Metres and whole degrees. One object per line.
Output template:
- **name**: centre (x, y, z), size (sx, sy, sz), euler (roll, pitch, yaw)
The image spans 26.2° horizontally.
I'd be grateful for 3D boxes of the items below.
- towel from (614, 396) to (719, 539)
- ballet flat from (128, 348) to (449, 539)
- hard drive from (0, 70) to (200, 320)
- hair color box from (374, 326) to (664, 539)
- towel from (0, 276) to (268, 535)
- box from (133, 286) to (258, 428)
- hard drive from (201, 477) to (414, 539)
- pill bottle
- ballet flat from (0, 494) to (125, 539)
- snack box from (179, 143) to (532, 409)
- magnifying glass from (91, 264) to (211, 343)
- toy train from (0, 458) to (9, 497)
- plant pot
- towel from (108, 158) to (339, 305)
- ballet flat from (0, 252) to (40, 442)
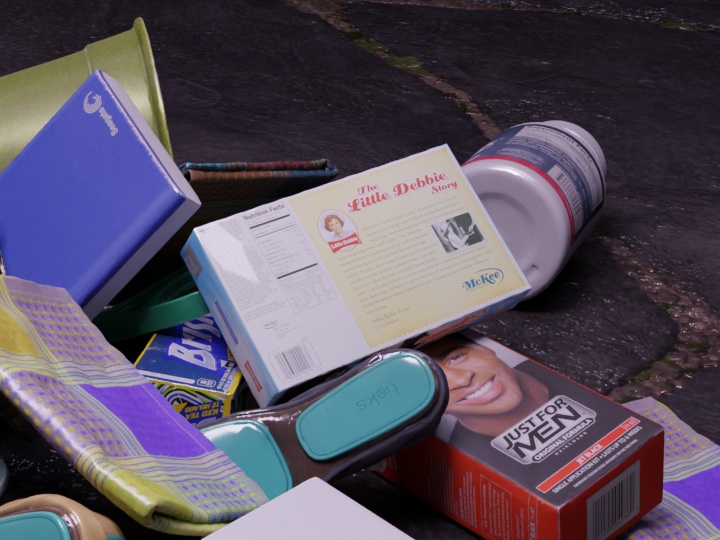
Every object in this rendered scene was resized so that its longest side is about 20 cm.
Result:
- **towel**: centre (0.199, 0.140, 0.986), size (0.143, 0.023, 0.200), euler (-6, 26, -29)
- **ballet flat**: centre (-0.039, 0.108, 0.910), size (0.200, 0.073, 0.073), euler (-25, 26, 1)
- **hard drive**: centre (-0.203, -0.015, 0.987), size (0.025, 0.200, 0.132), euler (31, 18, -52)
- **hair color box**: centre (0.079, 0.102, 0.960), size (0.101, 0.061, 0.200), euler (-30, 39, -34)
- **towel**: centre (-0.141, 0.067, 0.826), size (0.200, 0.023, 0.144), euler (42, 8, 25)
- **box**: centre (-0.097, 0.059, 1.031), size (0.070, 0.064, 0.200), euler (10, 23, 5)
- **hard drive**: centre (0.025, 0.179, 0.767), size (0.200, 0.025, 0.132), euler (30, 20, 19)
- **pill bottle**: centre (0.141, -0.059, 1.307), size (0.119, 0.120, 0.200), euler (15, 24, 17)
- **ballet flat**: centre (-0.206, 0.151, 0.766), size (0.200, 0.069, 0.063), euler (-8, -11, 21)
- **snack box**: centre (0.000, 0.000, 0.981), size (0.200, 0.037, 0.116), euler (-20, 73, -30)
- **magnifying glass**: centre (-0.152, 0.033, 1.009), size (0.200, 0.022, 0.080), euler (-22, 17, 5)
- **toy train**: centre (-0.270, 0.090, 0.878), size (0.114, 0.085, 0.200), euler (-27, 34, -4)
- **plant pot**: centre (-0.244, -0.080, 1.194), size (0.190, 0.200, 0.200), euler (-11, 27, -10)
- **towel**: centre (-0.127, -0.025, 1.080), size (0.147, 0.200, 0.022), euler (-7, 68, -49)
- **ballet flat**: centre (-0.221, 0.015, 0.928), size (0.046, 0.067, 0.200), euler (-27, 56, -4)
